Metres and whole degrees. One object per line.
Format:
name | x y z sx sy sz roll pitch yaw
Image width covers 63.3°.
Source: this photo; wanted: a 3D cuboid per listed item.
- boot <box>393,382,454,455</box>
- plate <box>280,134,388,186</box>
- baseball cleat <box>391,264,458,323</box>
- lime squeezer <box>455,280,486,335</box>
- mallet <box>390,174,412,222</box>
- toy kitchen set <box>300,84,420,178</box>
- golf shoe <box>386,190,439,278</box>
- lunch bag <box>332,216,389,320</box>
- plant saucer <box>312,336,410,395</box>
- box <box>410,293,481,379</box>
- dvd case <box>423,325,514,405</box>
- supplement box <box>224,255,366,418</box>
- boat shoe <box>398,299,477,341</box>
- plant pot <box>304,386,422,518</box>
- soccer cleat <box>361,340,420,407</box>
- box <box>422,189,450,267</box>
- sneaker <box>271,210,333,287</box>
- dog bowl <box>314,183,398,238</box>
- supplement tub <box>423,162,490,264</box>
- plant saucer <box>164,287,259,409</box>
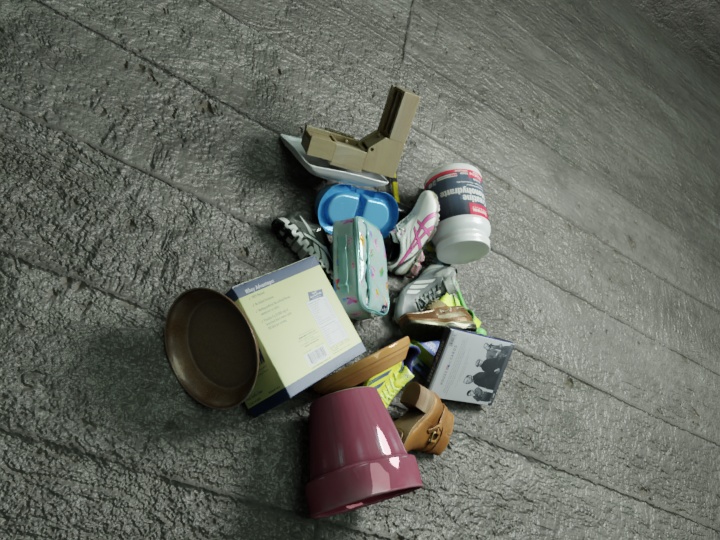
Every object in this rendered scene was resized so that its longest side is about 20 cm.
boot | 0.110 0.337 1.151 0.155 0.073 0.201 44 73 -39
plate | -0.063 -0.235 1.280 0.197 0.033 0.200 6 27 -31
baseball cleat | 0.152 0.047 1.292 0.200 0.105 0.070 -50 126 -38
lime squeezer | 0.260 0.115 1.318 0.070 0.038 0.201 -31 86 -41
mallet | 0.092 -0.203 1.422 0.065 0.041 0.203 18 55 -25
toy kitchen set | -0.013 -0.325 1.249 0.197 0.183 0.164 11 23 -21
golf shoe | 0.113 -0.085 1.298 0.091 0.072 0.203 16 97 -28
lunch bag | 0.000 0.000 1.180 0.160 0.076 0.203 30 53 -66
plant saucer | 0.006 0.180 1.070 0.199 0.200 0.038 -22 81 -39
box | 0.184 0.151 1.303 0.122 0.048 0.201 43 51 -9
dvd case | 0.232 0.207 1.244 0.198 0.025 0.152 16 98 -33
supplement box | -0.134 0.113 1.038 0.199 0.134 0.202 -24 82 -46
boat shoe | 0.160 0.104 1.240 0.198 0.076 0.075 8 55 -37
plant pot | -0.009 0.307 1.006 0.198 0.200 0.181 2 60 -33
soccer cleat | 0.060 0.219 1.155 0.201 0.083 0.065 -61 138 -38
box | 0.184 -0.104 1.432 0.136 0.038 0.201 38 52 -12
sneaker | -0.089 -0.045 1.200 0.201 0.066 0.090 50 54 -1
dog bowl | -0.012 -0.131 1.275 0.198 0.050 0.113 7 108 -31
supplement tub | 0.225 -0.132 1.356 0.139 0.140 0.203 10 62 -30
plant saucer | -0.235 0.123 0.950 0.037 0.199 0.202 -19 78 -59
